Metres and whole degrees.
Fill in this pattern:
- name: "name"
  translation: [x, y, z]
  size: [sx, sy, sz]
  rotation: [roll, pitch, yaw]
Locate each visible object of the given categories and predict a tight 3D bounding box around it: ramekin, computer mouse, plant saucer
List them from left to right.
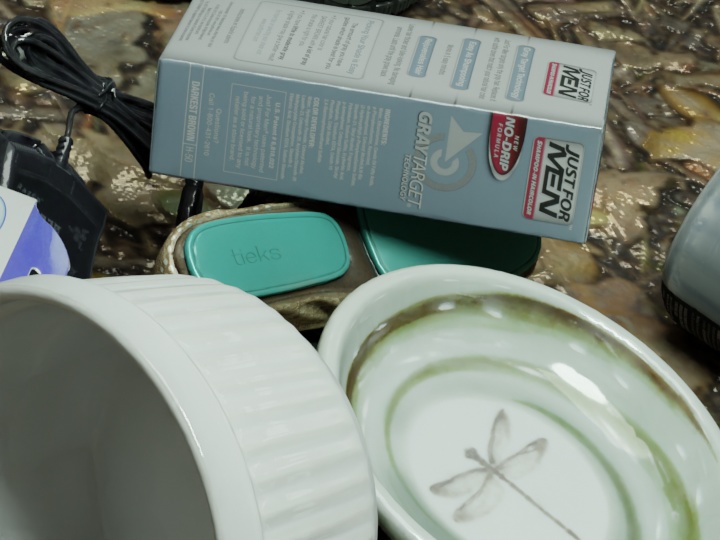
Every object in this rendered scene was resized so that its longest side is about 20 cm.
- name: "computer mouse"
  translation: [-0.138, -0.009, 1.317]
  size: [0.140, 0.046, 0.200]
  rotation: [32, 51, -38]
- name: "ramekin"
  translation: [-0.085, 0.094, 1.095]
  size: [0.105, 0.200, 0.200]
  rotation: [-14, 45, -47]
- name: "plant saucer"
  translation: [0.065, 0.084, 1.171]
  size: [0.200, 0.050, 0.200]
  rotation: [18, 39, -15]

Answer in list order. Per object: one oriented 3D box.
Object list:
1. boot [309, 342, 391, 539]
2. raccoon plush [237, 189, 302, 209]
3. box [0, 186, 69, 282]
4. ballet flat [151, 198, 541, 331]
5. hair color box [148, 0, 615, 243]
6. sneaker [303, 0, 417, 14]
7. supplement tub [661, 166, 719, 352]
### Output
- name: "boot"
  translation: [0.039, 0.090, 1.248]
  size: [0.150, 0.073, 0.200]
  rotation: [-12, 40, -33]
- name: "raccoon plush"
  translation: [0.000, 0.000, 1.366]
  size: [0.134, 0.097, 0.200]
  rotation: [32, 67, -1]
- name: "box"
  translation: [-0.227, -0.011, 1.185]
  size: [0.200, 0.042, 0.119]
  rotation: [22, 37, -4]
- name: "ballet flat"
  translation: [-0.011, -0.004, 1.281]
  size: [0.200, 0.065, 0.071]
  rotation: [-3, 70, -31]
- name: "hair color box"
  translation: [0.012, -0.073, 1.274]
  size: [0.200, 0.061, 0.099]
  rotation: [9, 27, 4]
- name: "sneaker"
  translation: [-0.050, -0.196, 1.581]
  size: [0.200, 0.076, 0.091]
  rotation: [7, 29, -17]
- name: "supplement tub"
  translation: [0.258, 0.023, 1.371]
  size: [0.200, 0.123, 0.122]
  rotation: [35, 40, 23]
